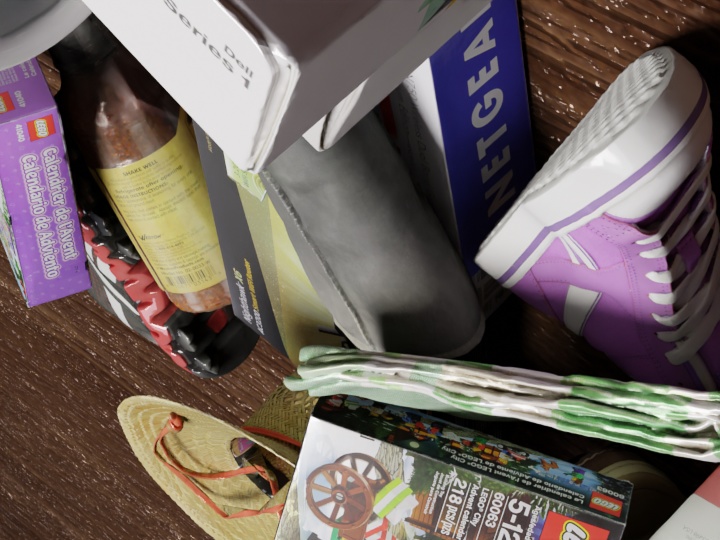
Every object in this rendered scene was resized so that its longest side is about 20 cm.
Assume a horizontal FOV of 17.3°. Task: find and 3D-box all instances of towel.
[{"bbox_3d":[0.090,0.056,0.893,0.199,0.024,0.152,5,174,39],"label":"towel"}]

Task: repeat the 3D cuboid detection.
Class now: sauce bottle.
[{"bbox_3d":[-0.112,-0.068,1.216,0.066,0.066,0.201,26,150,47],"label":"sauce bottle"}]

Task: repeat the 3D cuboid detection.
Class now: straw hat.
[{"bbox_3d":[-0.011,0.092,1.112,0.200,0.085,0.201,33,157,16],"label":"straw hat"}]

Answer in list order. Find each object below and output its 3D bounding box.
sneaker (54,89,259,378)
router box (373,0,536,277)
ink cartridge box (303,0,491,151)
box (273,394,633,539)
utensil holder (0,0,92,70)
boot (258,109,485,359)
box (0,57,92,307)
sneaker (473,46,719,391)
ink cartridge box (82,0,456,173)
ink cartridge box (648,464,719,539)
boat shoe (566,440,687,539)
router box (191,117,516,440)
[{"bbox_3d":[-0.131,-0.027,1.323,0.098,0.071,0.201,22,149,47],"label":"sneaker"},{"bbox_3d":[-0.015,-0.111,0.949,0.179,0.049,0.201,37,158,28],"label":"router box"},{"bbox_3d":[-0.026,-0.159,0.732,0.200,0.146,0.083,46,162,6],"label":"ink cartridge box"},{"bbox_3d":[0.021,0.160,1.004,0.136,0.038,0.201,18,115,5],"label":"box"},{"bbox_3d":[-0.210,-0.201,1.024,0.200,0.170,0.170,36,158,39],"label":"utensil holder"},{"bbox_3d":[-0.005,-0.042,0.879,0.182,0.072,0.201,42,159,58],"label":"boot"},{"bbox_3d":[-0.193,-0.099,1.233,0.137,0.039,0.201,86,162,-51],"label":"box"},{"bbox_3d":[0.115,-0.009,0.854,0.114,0.073,0.201,40,168,3],"label":"sneaker"},{"bbox_3d":[-0.004,-0.147,0.628,0.145,0.200,0.084,46,160,6],"label":"ink cartridge box"},{"bbox_3d":[0.140,0.174,0.936,0.116,0.200,0.068,31,155,40],"label":"ink cartridge box"},{"bbox_3d":[0.110,0.117,1.084,0.072,0.072,0.200,54,179,27],"label":"boat shoe"},{"bbox_3d":[0.000,0.000,1.123,0.157,0.052,0.200,38,158,24],"label":"router box"}]
